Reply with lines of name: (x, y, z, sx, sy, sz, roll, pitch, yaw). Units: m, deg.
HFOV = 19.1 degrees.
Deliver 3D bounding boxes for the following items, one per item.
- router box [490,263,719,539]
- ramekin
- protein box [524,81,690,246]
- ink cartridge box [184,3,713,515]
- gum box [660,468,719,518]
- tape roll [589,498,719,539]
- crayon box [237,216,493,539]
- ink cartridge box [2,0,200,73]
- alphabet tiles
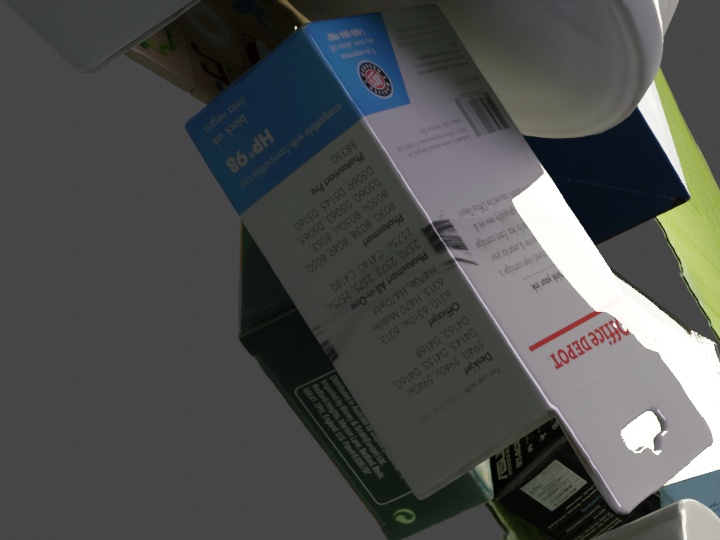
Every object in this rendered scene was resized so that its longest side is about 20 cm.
router box: (0.137, 0.079, 1.152, 0.150, 0.062, 0.200, 34, 28, -22)
ramekin: (0.045, -0.149, 0.836, 0.202, 0.094, 0.203, 30, -18, 11)
protein box: (0.076, -0.139, 1.236, 0.199, 0.134, 0.201, 53, 19, -37)
ink cartridge box: (0.035, 0.006, 0.783, 0.201, 0.067, 0.116, 58, 28, 7)
gum box: (0.190, 0.206, 0.896, 0.200, 0.044, 0.171, -129, -152, -56)
tape roll: (0.093, 0.198, 0.736, 0.203, 0.139, 0.203, 57, 16, -26)
crayon box: (0.000, 0.000, 0.911, 0.126, 0.051, 0.200, 55, 17, -32)
ink cartridge box: (-0.113, -0.192, 0.744, 0.145, 0.083, 0.201, 43, 25, -38)
alphabet tiles: (-0.057, -0.112, 0.867, 0.200, 0.006, 0.167, 30, 30, -39)
